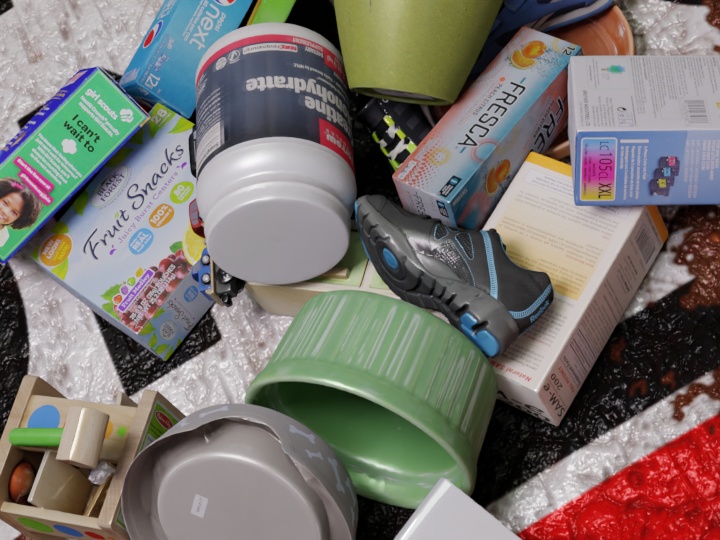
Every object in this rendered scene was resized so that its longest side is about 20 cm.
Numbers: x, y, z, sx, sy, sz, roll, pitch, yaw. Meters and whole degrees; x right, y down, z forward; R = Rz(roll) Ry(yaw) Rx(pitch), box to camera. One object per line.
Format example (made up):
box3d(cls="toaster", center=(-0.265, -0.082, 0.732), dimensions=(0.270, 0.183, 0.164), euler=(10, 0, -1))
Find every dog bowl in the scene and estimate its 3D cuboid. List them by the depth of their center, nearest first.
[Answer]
box3d(cls="dog bowl", center=(-0.093, 0.196, 1.406), dimensions=(0.199, 0.201, 0.059), euler=(-4, 27, 22))

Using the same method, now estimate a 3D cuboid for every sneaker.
box3d(cls="sneaker", center=(0.074, -0.006, 1.432), dimensions=(0.082, 0.073, 0.200), euler=(-36, 56, -20))
box3d(cls="sneaker", center=(0.028, -0.123, 1.573), dimensions=(0.072, 0.083, 0.200), euler=(-45, 52, 35))
box3d(cls="sneaker", center=(0.139, -0.247, 1.574), dimensions=(0.200, 0.082, 0.074), euler=(-31, 55, 7))

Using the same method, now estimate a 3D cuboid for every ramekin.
box3d(cls="ramekin", center=(0.015, 0.103, 1.404), dimensions=(0.199, 0.200, 0.098), euler=(10, 59, 28))

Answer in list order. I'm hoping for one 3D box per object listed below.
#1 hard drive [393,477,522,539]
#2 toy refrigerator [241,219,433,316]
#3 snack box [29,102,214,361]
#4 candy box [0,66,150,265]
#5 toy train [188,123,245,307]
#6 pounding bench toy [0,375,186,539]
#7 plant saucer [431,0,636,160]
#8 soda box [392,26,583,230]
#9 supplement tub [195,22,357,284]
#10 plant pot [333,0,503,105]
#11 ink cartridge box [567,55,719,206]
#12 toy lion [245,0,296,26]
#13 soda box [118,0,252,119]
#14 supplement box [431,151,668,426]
box3d(cls="hard drive", center=(0.054, 0.281, 1.340), dimensions=(0.132, 0.026, 0.200), euler=(39, 81, -4))
box3d(cls="toy refrigerator", center=(0.000, 0.000, 1.541), dimensions=(0.199, 0.070, 0.076), euler=(6, 65, 26))
box3d(cls="snack box", center=(-0.191, -0.040, 1.649), dimensions=(0.168, 0.068, 0.200), euler=(33, 77, 34))
box3d(cls="candy box", center=(-0.308, -0.105, 1.684), dimensions=(0.200, 0.077, 0.169), euler=(-48, 14, -6))
box3d(cls="toy train", center=(-0.136, -0.054, 1.575), dimensions=(0.046, 0.034, 0.201), euler=(-16, 59, 15))
box3d(cls="pounding bench toy", center=(-0.248, 0.160, 1.480), dimensions=(0.156, 0.200, 0.125), euler=(6, 65, 26))
box3d(cls="plant saucer", center=(0.158, -0.181, 1.597), dimensions=(0.200, 0.032, 0.201), euler=(-11, 58, 18))
box3d(cls="soda box", center=(0.117, -0.119, 1.503), dimensions=(0.068, 0.064, 0.200), euler=(27, 66, 34))
box3d(cls="supplement tub", center=(-0.075, -0.104, 1.513), dimensions=(0.140, 0.140, 0.201), euler=(-16, 53, 15))
box3d(cls="plant pot", center=(0.048, -0.250, 1.495), dimensions=(0.187, 0.187, 0.201), euler=(9, 90, 28))
box3d(cls="ink cartridge box", center=(0.275, -0.118, 1.434), dimensions=(0.199, 0.077, 0.137), euler=(-1, 34, 5))
box3d(cls="toy lion", center=(-0.078, -0.267, 1.657), dimensions=(0.192, 0.069, 0.200), euler=(-62, 9, 16))
box3d(cls="soda box", center=(-0.168, -0.249, 1.745), dimensions=(0.064, 0.068, 0.200), euler=(-7, 53, 61))
box3d(cls="supplement box", center=(0.156, 0.014, 1.461), dimensions=(0.126, 0.074, 0.200), euler=(24, 74, 32))
